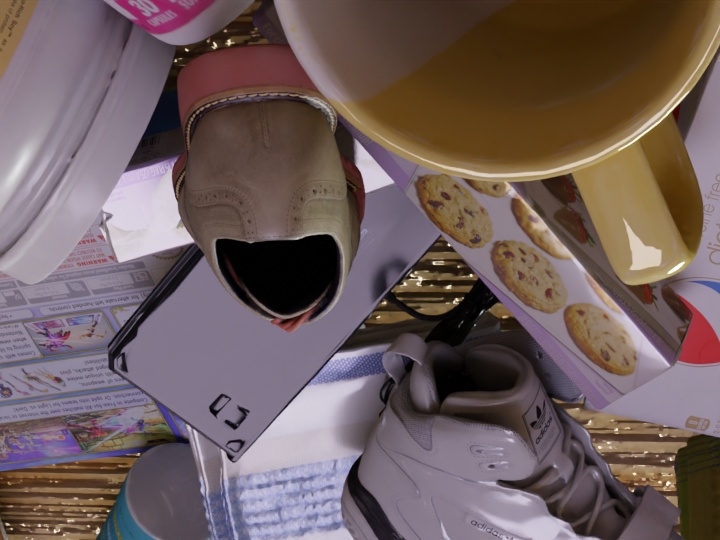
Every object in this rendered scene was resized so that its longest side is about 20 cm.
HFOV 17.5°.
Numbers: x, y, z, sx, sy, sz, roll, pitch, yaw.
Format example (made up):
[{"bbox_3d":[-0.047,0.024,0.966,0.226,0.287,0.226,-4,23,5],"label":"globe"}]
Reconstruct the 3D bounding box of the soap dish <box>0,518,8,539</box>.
[{"bbox_3d":[-0.276,0.181,1.236,0.199,0.081,0.158,2,137,10],"label":"soap dish"}]

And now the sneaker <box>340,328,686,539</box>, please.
[{"bbox_3d":[0.086,0.097,0.945,0.199,0.075,0.115,23,137,16],"label":"sneaker"}]

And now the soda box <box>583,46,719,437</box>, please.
[{"bbox_3d":[0.144,-0.024,0.916,0.068,0.064,0.200,13,136,-2],"label":"soda box"}]

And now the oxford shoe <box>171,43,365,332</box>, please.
[{"bbox_3d":[-0.034,-0.010,0.833,0.070,0.075,0.200,-6,162,3],"label":"oxford shoe"}]

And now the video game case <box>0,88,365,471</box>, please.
[{"bbox_3d":[-0.112,0.008,1.044,0.199,0.046,0.182,-8,134,17],"label":"video game case"}]

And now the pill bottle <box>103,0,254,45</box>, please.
[{"bbox_3d":[-0.108,-0.176,0.798,0.200,0.114,0.113,35,132,-24],"label":"pill bottle"}]

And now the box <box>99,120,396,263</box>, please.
[{"bbox_3d":[-0.007,-0.051,0.921,0.199,0.041,0.039,-16,110,2],"label":"box"}]

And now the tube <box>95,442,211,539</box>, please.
[{"bbox_3d":[-0.107,0.146,1.151,0.050,0.078,0.200,-11,156,-22],"label":"tube"}]

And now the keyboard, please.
[{"bbox_3d":[0.000,0.000,0.974,0.127,0.021,0.200,38,105,-17],"label":"keyboard"}]

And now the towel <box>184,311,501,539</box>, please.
[{"bbox_3d":[0.005,0.114,1.050,0.146,0.024,0.201,-10,116,1],"label":"towel"}]

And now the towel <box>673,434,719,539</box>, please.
[{"bbox_3d":[0.219,0.106,0.981,0.199,0.144,0.023,-21,134,28],"label":"towel"}]

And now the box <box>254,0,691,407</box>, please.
[{"bbox_3d":[0.044,-0.036,0.871,0.041,0.039,0.200,-34,103,33],"label":"box"}]

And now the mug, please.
[{"bbox_3d":[0.054,-0.103,0.789,0.149,0.153,0.187,10,107,9],"label":"mug"}]

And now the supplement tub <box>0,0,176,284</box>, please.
[{"bbox_3d":[-0.183,-0.094,0.877,0.199,0.146,0.145,29,134,-20],"label":"supplement tub"}]
